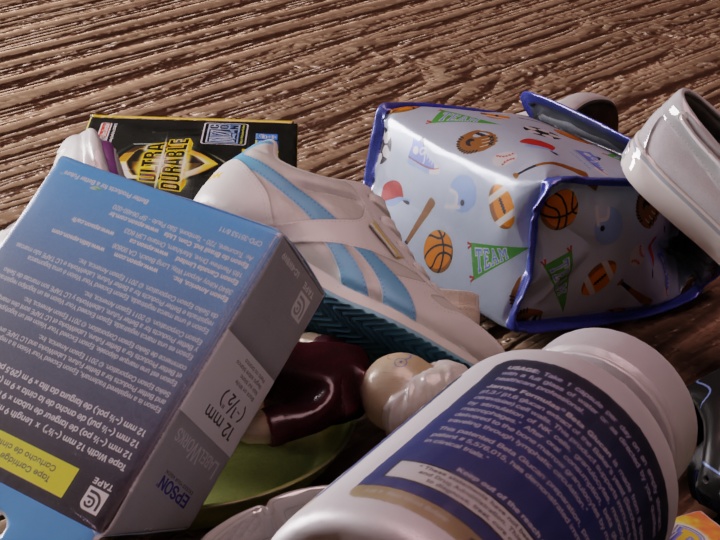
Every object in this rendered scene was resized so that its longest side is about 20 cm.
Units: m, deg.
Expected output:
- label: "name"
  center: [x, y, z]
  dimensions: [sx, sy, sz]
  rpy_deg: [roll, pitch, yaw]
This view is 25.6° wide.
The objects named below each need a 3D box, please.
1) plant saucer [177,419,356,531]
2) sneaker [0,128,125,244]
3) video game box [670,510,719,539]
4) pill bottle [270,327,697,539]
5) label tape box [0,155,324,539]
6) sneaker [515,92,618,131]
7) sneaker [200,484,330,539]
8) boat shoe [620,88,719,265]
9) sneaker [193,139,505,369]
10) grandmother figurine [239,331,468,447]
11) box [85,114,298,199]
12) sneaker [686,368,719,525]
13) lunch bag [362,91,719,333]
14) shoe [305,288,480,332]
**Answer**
- label: "plant saucer"
  center: [-0.102, 0.083, 0.839]
  dimensions: [0.200, 0.031, 0.200]
  rpy_deg: [3, 24, -1]
- label: "sneaker"
  center: [-0.183, -0.024, 0.934]
  dimensions: [0.100, 0.075, 0.200]
  rpy_deg: [-15, 29, -1]
- label: "video game box"
  center: [0.126, 0.182, 0.633]
  dimensions: [0.182, 0.047, 0.200]
  rpy_deg: [-9, 27, -28]
- label: "pill bottle"
  center: [0.058, 0.098, 0.624]
  dimensions: [0.111, 0.111, 0.200]
  rpy_deg: [17, 31, 28]
- label: "label tape box"
  center: [-0.130, 0.057, 0.751]
  dimensions: [0.143, 0.066, 0.200]
  rpy_deg: [20, 71, 30]
- label: "sneaker"
  center: [0.120, -0.098, 1.204]
  dimensions: [0.085, 0.073, 0.200]
  rpy_deg: [19, 28, 36]
- label: "sneaker"
  center: [0.012, 0.128, 0.735]
  dimensions: [0.200, 0.077, 0.082]
  rpy_deg: [-7, 0, -22]
- label: "boat shoe"
  center: [0.245, -0.029, 0.910]
  dimensions: [0.200, 0.069, 0.072]
  rpy_deg: [44, 34, 19]
- label: "sneaker"
  center: [0.000, 0.000, 0.864]
  dimensions: [0.200, 0.077, 0.081]
  rpy_deg: [32, 62, 7]
- label: "grandmother figurine"
  center: [-0.041, 0.055, 0.806]
  dimensions: [0.200, 0.061, 0.121]
  rpy_deg: [8, 34, 16]
- label: "box"
  center: [-0.124, -0.055, 1.116]
  dimensions: [0.160, 0.049, 0.200]
  rpy_deg: [3, 25, -3]
- label: "sneaker"
  center: [0.209, 0.117, 0.770]
  dimensions: [0.078, 0.070, 0.200]
  rpy_deg: [-21, 32, 3]
- label: "lunch bag"
  center: [0.125, -0.042, 1.035]
  dimensions: [0.200, 0.124, 0.170]
  rpy_deg: [0, 22, -40]
- label: "shoe"
  center: [-0.023, 0.016, 0.940]
  dimensions: [0.200, 0.053, 0.070]
  rpy_deg: [15, -1, 16]
